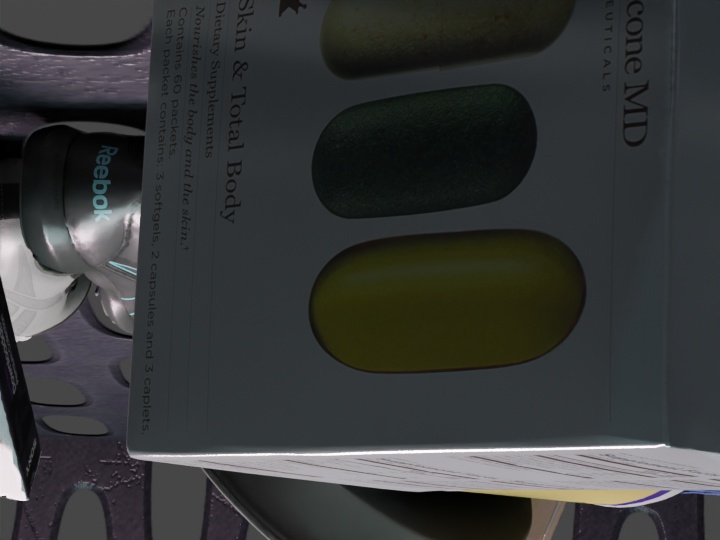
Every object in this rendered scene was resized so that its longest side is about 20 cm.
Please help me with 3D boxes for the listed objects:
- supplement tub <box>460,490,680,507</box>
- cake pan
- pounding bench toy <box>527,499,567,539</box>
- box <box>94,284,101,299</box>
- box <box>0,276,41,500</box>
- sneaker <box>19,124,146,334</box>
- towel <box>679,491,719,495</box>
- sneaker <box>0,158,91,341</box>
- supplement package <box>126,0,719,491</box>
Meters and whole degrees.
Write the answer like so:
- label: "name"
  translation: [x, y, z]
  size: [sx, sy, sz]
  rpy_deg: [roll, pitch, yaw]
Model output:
- label: "supplement tub"
  translation: [0.070, 0.027, 1.026]
  size: [0.145, 0.146, 0.199]
  rpy_deg: [-4, 170, 40]
- label: "cake pan"
  translation: [0.000, 0.077, 1.065]
  size: [0.200, 0.201, 0.037]
  rpy_deg: [11, 124, -49]
- label: "pounding bench toy"
  translation: [0.062, 0.122, 1.412]
  size: [0.124, 0.201, 0.156]
  rpy_deg: [23, 175, 9]
- label: "box"
  translation: [0.000, 0.000, 1.217]
  size: [0.198, 0.050, 0.199]
  rpy_deg: [-5, 169, 38]
- label: "box"
  translation: [-0.215, 0.011, 0.948]
  size: [0.142, 0.036, 0.201]
  rpy_deg: [1, 128, 9]
- label: "sneaker"
  translation: [-0.083, -0.015, 1.031]
  size: [0.079, 0.076, 0.200]
  rpy_deg: [-2, 172, 13]
- label: "towel"
  translation: [0.188, 0.064, 1.317]
  size: [0.144, 0.024, 0.200]
  rpy_deg: [7, -151, -25]
- label: "sneaker"
  translation: [-0.154, -0.009, 1.110]
  size: [0.079, 0.074, 0.200]
  rpy_deg: [-4, 171, 7]
- label: "supplement package"
  translation: [0.053, -0.012, 0.719]
  size: [0.199, 0.153, 0.150]
  rpy_deg: [-4, 169, 40]
